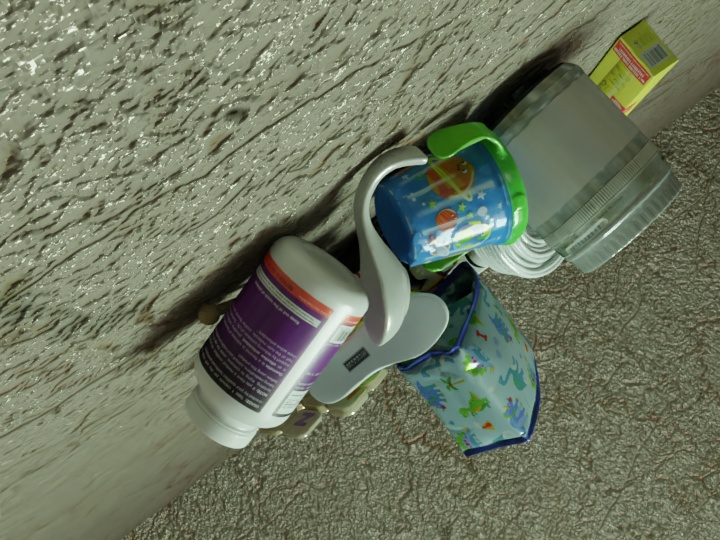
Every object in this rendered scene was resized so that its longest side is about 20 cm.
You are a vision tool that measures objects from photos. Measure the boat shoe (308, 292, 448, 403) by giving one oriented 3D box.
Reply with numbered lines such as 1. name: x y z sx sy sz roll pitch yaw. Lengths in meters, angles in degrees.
1. boat shoe: 0.020 0.083 0.962 0.199 0.069 0.057 -35 -179 24

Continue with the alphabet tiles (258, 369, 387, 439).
1. alphabet tiles: -0.066 0.147 1.089 0.199 0.015 0.196 -2 -151 38

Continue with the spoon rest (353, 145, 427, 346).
1. spoon rest: 0.020 -0.022 0.824 0.060 0.202 0.099 1 -158 -16

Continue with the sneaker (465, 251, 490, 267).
1. sneaker: 0.165 -0.056 1.212 0.112 0.073 0.201 -49 -163 44

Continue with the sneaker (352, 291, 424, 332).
1. sneaker: 0.008 0.075 1.046 0.199 0.074 0.084 -27 -164 15

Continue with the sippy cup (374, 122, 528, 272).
1. sippy cup: 0.089 -0.071 0.901 0.129 0.179 0.140 -24 -158 -15

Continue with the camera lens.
1. camera lens: 0.238 -0.119 0.947 0.160 0.200 0.160 -42 176 -4

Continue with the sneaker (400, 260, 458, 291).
1. sneaker: 0.084 -0.013 1.140 0.090 0.075 0.200 -40 174 -8

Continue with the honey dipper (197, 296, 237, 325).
1. honey dipper: -0.099 0.022 0.907 0.038 0.038 0.199 -43 167 35

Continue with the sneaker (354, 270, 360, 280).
1. sneaker: -0.035 0.059 0.992 0.115 0.079 0.200 -22 177 -31

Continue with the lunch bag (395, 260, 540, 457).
1. lunch bag: 0.152 0.107 1.090 0.127 0.170 0.201 -22 -155 37

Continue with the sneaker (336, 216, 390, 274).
1. sneaker: 0.000 0.000 1.078 0.199 0.076 0.091 -37 175 3

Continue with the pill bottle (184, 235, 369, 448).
1. pill bottle: -0.088 0.073 0.825 0.201 0.112 0.112 -53 169 11

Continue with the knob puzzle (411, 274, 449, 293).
1. knob puzzle: 0.054 0.056 1.204 0.219 0.031 0.220 -35 -167 9

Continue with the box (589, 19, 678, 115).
1. box: 0.364 -0.262 1.177 0.050 0.076 0.200 -35 172 -15

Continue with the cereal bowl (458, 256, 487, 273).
1. cereal bowl: 0.181 -0.064 1.364 0.199 0.084 0.200 -37 -170 8

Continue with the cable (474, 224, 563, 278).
1. cable: 0.214 -0.092 1.099 0.199 0.202 0.069 17 172 -41
